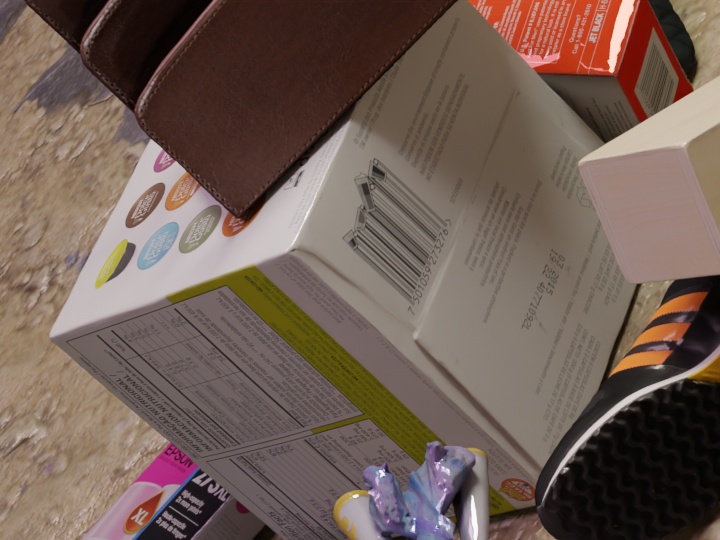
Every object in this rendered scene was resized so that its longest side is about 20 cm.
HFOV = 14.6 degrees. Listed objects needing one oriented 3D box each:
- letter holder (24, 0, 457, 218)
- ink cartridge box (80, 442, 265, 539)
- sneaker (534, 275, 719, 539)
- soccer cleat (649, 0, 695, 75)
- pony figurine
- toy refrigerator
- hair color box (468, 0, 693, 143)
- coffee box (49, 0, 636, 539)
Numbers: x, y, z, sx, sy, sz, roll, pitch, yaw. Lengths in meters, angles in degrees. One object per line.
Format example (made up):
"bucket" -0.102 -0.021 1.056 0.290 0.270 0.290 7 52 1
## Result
"letter holder" -0.047 -0.153 1.342 0.200 0.142 0.101 -45 27 2
"ink cartridge box" -0.109 0.152 1.578 0.200 0.037 0.095 -46 29 -13
"sneaker" 0.155 0.048 1.305 0.200 0.070 0.090 -44 20 -1
"soccer cleat" 0.125 -0.183 1.578 0.200 0.068 0.081 53 138 35
"pony figurine" 0.039 0.173 1.233 0.200 0.166 0.193 -103 28 -47
"toy refrigerator" 0.202 -0.064 1.288 0.200 0.070 0.076 -30 13 -33
"hair color box" 0.068 -0.104 1.514 0.200 0.102 0.061 4 61 27
"coffee box" 0.000 0.000 1.451 0.198 0.200 0.200 -19 37 46
